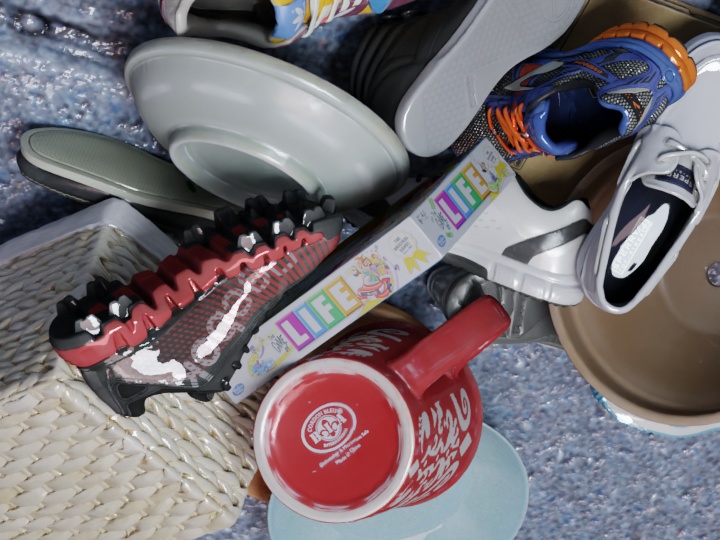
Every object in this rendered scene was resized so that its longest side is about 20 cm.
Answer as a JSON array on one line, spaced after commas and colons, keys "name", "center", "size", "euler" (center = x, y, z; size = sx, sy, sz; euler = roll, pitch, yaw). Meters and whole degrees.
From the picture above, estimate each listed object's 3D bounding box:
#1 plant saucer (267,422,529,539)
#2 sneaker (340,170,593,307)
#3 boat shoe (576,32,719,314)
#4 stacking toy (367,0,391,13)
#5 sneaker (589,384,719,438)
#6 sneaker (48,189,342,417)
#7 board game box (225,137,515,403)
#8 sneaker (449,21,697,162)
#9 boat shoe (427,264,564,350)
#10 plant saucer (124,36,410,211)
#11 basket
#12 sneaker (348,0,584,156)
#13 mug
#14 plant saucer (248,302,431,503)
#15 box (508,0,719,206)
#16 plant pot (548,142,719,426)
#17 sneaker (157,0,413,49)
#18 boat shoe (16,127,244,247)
[{"name": "plant saucer", "center": [0.027, 0.169, 1.703], "size": [0.200, 0.039, 0.201], "euler": [-4, 127, -6]}, {"name": "sneaker", "center": [0.070, -0.043, 1.557], "size": [0.199, 0.074, 0.080], "euler": [19, 100, 8]}, {"name": "boat shoe", "center": [0.208, -0.060, 1.482], "size": [0.073, 0.065, 0.201], "euler": [20, 99, -7]}, {"name": "stacking toy", "center": [-0.070, -0.229, 1.368], "size": [0.199, 0.110, 0.116], "euler": [4, 146, 3]}, {"name": "sneaker", "center": [0.270, 0.077, 1.705], "size": [0.199, 0.077, 0.081], "euler": [-1, 120, -17]}, {"name": "sneaker", "center": [-0.093, 0.025, 1.413], "size": [0.200, 0.071, 0.098], "euler": [-30, 114, -11]}, {"name": "board game box", "center": [0.000, 0.000, 1.468], "size": [0.200, 0.134, 0.034], "euler": [-36, 97, 34]}, {"name": "sneaker", "center": [0.125, -0.107, 1.479], "size": [0.200, 0.078, 0.075], "euler": [-19, 113, 48]}, {"name": "boat shoe", "center": [0.149, 0.025, 1.652], "size": [0.201, 0.065, 0.075], "euler": [4, 106, -19]}, {"name": "plant saucer", "center": [-0.068, -0.080, 1.461], "size": [0.200, 0.050, 0.200], "euler": [20, 162, 7]}, {"name": "basket", "center": [-0.184, 0.087, 1.536], "size": [0.200, 0.161, 0.198], "euler": [-22, 130, 35]}, {"name": "sneaker", "center": [0.068, -0.166, 1.486], "size": [0.200, 0.099, 0.071], "euler": [-47, 129, -13]}, {"name": "mug", "center": [0.009, 0.086, 1.521], "size": [0.133, 0.200, 0.178], "euler": [21, 96, 12]}, {"name": "plant saucer", "center": [-0.026, 0.095, 1.685], "size": [0.199, 0.038, 0.201], "euler": [-5, 127, -6]}, {"name": "box", "center": [0.187, -0.102, 1.579], "size": [0.163, 0.021, 0.200], "euler": [17, 122, -22]}, {"name": "plant pot", "center": [0.238, 0.006, 1.572], "size": [0.201, 0.201, 0.093], "euler": [-42, 164, 21]}, {"name": "sneaker", "center": [-0.030, -0.180, 1.439], "size": [0.199, 0.090, 0.075], "euler": [-8, 128, -3]}, {"name": "boat shoe", "center": [-0.147, -0.041, 1.537], "size": [0.200, 0.072, 0.068], "euler": [20, 117, -25]}]
